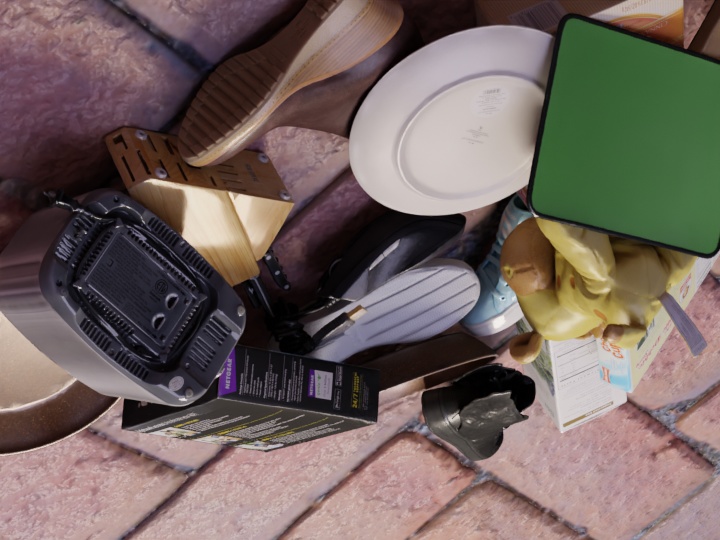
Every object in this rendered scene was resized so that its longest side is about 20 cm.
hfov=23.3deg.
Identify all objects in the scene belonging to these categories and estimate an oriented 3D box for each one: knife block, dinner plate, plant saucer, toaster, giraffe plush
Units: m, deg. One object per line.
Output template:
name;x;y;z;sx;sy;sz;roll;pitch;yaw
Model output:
knife block;-0.140;-0.017;1.406;0.200;0.064;0.176;8;127;-38
dinner plate;0.089;-0.110;1.379;0.199;0.024;0.201;-13;139;-12
plant saucer;0.028;0.099;1.599;0.200;0.035;0.200;-19;172;-3
toaster;-0.194;0.018;1.320;0.200;0.129;0.114;42;63;-26
plant saucer;-0.279;0.074;1.438;0.200;0.037;0.201;-18;139;-16
giraffe plush;0.188;-0.004;1.462;0.172;0.201;0.162;-18;177;-35

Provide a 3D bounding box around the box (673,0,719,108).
box;0.346;-0.187;1.478;0.163;0.021;0.200;38;78;-41

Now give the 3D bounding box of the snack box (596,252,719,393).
snack box;0.283;0.005;1.637;0.200;0.037;0.116;-53;149;-27

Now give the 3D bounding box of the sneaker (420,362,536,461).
sneaker;0.130;0.136;1.698;0.104;0.060;0.200;-19;157;21

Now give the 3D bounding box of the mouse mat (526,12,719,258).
mouse mat;0.223;-0.104;1.381;0.199;0.008;0.162;12;88;-30

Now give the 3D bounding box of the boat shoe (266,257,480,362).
boat shoe;0.006;0.032;1.549;0.199;0.071;0.072;-20;115;-2

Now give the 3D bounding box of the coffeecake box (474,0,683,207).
coffeecake box;0.186;-0.162;1.450;0.153;0.073;0.200;-24;141;-8

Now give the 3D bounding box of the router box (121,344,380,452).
router box;-0.096;0.111;1.480;0.149;0.051;0.200;12;162;-29

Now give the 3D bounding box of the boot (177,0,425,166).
boot;-0.027;-0.123;1.357;0.200;0.072;0.166;-42;138;9

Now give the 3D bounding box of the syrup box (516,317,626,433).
syrup box;0.203;0.061;1.692;0.081;0.079;0.200;-25;141;-8

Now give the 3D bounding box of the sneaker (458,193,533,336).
sneaker;0.145;-0.031;1.574;0.082;0.074;0.200;33;103;-38

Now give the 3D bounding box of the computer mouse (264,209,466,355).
computer mouse;0.000;0.000;1.474;0.200;0.140;0.046;-30;106;3
